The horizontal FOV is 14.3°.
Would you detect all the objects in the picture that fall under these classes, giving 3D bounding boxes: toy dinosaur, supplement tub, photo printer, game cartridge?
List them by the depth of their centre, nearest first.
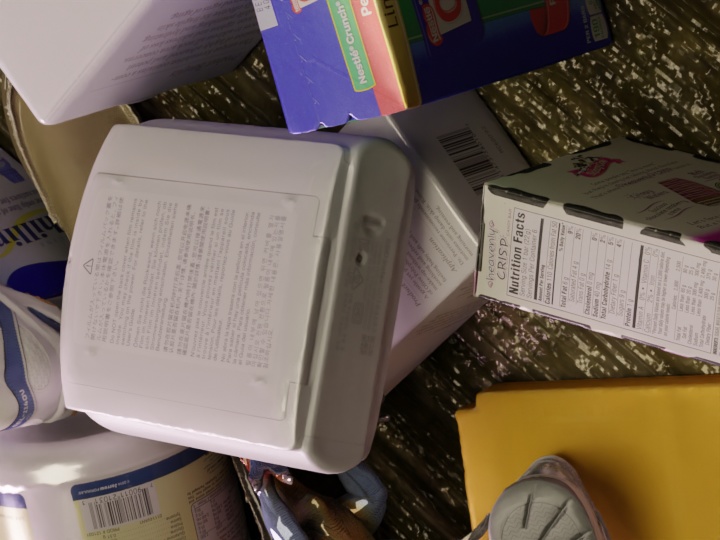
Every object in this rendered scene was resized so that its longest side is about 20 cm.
[{"bbox_3d":[-0.072,0.008,1.461,0.199,0.069,0.168,6,86,42],"label":"photo printer"},{"bbox_3d":[0.139,0.155,1.495,0.175,0.032,0.202,-3,98,37],"label":"game cartridge"},{"bbox_3d":[0.007,0.155,1.513,0.200,0.105,0.182,28,144,48],"label":"toy dinosaur"},{"bbox_3d":[-0.130,0.168,1.613,0.144,0.145,0.201,0,109,36],"label":"supplement tub"}]

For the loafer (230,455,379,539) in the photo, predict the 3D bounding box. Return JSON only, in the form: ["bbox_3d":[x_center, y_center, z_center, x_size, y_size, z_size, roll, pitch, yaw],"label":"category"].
[{"bbox_3d":[-0.029,0.161,1.588,0.071,0.073,0.201,-26,87,36],"label":"loafer"}]

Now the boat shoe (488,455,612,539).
[{"bbox_3d":[0.117,0.196,1.471,0.074,0.065,0.203,-16,98,19],"label":"boat shoe"}]

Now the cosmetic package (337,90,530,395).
[{"bbox_3d":[0.000,0.000,1.517,0.200,0.085,0.108,-43,76,37],"label":"cosmetic package"}]

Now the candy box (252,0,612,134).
[{"bbox_3d":[0.025,-0.167,1.380,0.077,0.200,0.170,-12,95,37],"label":"candy box"}]

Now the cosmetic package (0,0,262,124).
[{"bbox_3d":[-0.108,-0.210,1.486,0.167,0.167,0.200,53,125,11],"label":"cosmetic package"}]

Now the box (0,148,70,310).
[{"bbox_3d":[-0.260,0.022,1.699,0.200,0.105,0.185,39,121,22],"label":"box"}]

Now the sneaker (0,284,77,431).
[{"bbox_3d":[-0.241,0.023,1.567,0.199,0.088,0.076,27,117,29],"label":"sneaker"}]

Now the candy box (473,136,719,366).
[{"bbox_3d":[0.172,-0.004,1.359,0.199,0.136,0.061,17,111,32],"label":"candy box"}]

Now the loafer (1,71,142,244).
[{"bbox_3d":[-0.138,-0.042,1.599,0.201,0.076,0.067,62,169,2],"label":"loafer"}]
